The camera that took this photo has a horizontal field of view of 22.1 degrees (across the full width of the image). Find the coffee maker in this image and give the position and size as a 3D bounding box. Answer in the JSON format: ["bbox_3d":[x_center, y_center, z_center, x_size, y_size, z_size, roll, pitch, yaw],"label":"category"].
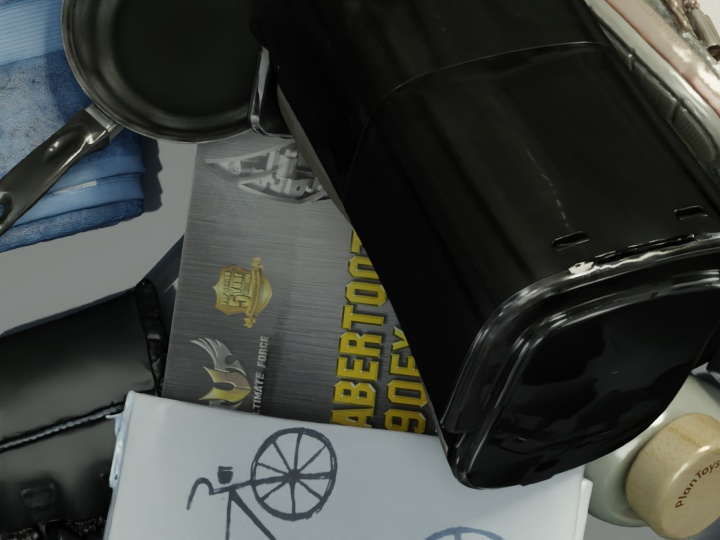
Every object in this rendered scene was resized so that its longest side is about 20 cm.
[{"bbox_3d":[0.042,-0.047,0.674,0.134,0.193,0.201,-27,58,-4],"label":"coffee maker"}]

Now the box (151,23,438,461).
[{"bbox_3d":[0.000,0.000,0.808,0.157,0.048,0.202,8,73,-1],"label":"box"}]

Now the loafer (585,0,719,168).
[{"bbox_3d":[0.104,-0.123,0.785,0.063,0.072,0.200,-41,55,-6],"label":"loafer"}]

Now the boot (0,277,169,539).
[{"bbox_3d":[-0.166,0.041,0.832,0.161,0.073,0.200,-13,92,-2],"label":"boot"}]

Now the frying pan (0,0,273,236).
[{"bbox_3d":[-0.084,-0.072,0.784,0.114,0.031,0.192,19,75,5],"label":"frying pan"}]

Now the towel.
[{"bbox_3d":[-0.166,-0.108,0.807,0.111,0.048,0.202,-17,86,-29],"label":"towel"}]

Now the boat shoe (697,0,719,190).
[{"bbox_3d":[0.181,-0.075,0.829,0.068,0.072,0.202,-25,90,-14],"label":"boat shoe"}]

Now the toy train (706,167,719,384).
[{"bbox_3d":[0.208,-0.035,0.771,0.113,0.085,0.202,24,84,-31],"label":"toy train"}]

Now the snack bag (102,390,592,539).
[{"bbox_3d":[-0.020,0.152,0.718,0.198,0.021,0.191,7,77,13],"label":"snack bag"}]

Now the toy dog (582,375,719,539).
[{"bbox_3d":[0.136,0.094,0.788,0.199,0.132,0.097,29,107,-29],"label":"toy dog"}]
